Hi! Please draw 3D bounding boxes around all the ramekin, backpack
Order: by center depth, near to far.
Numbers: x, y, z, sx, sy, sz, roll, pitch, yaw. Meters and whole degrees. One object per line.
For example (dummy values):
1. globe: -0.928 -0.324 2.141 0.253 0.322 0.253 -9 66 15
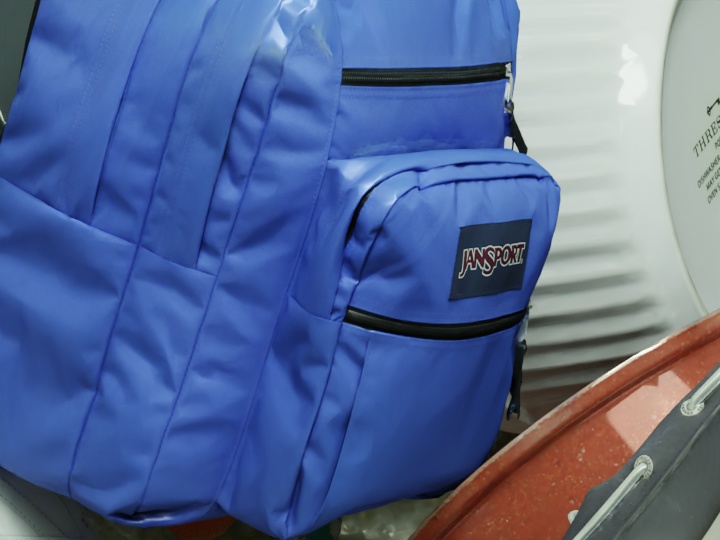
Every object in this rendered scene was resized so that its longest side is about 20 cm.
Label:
1. backpack: -0.022 -0.026 0.792 0.168 0.200 0.162 20 16 27
2. ramekin: 0.101 -0.040 0.927 0.105 0.200 0.200 -5 46 32

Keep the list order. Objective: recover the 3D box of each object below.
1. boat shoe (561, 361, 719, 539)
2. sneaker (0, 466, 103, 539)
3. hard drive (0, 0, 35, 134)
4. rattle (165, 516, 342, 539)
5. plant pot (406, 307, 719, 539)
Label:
1. boat shoe: 0.094 0.091 0.743 0.073 0.200 0.063 33 15 -32
2. sneaker: -0.097 0.113 0.831 0.075 0.200 0.100 -25 43 28
3. hard drive: -0.087 -0.121 0.892 0.200 0.033 0.140 -31 86 -39
4. rattle: 0.000 0.000 0.922 0.130 0.143 0.200 41 39 10
5. plant pot: 0.141 0.140 0.834 0.201 0.201 0.195 -26 68 -23
